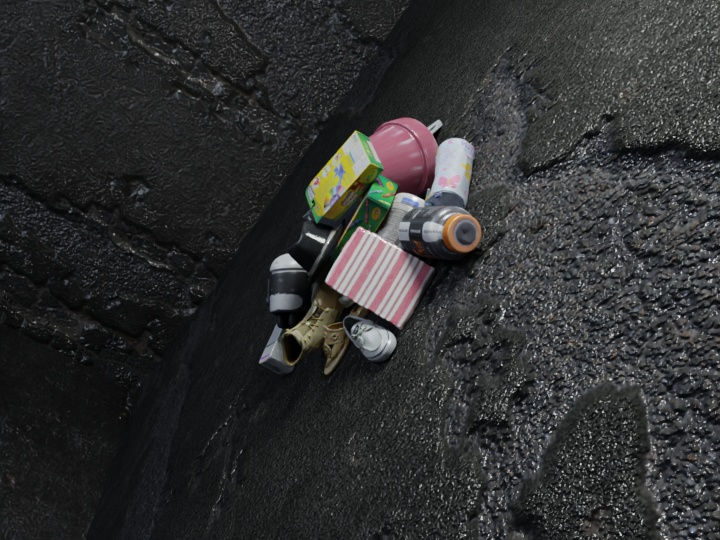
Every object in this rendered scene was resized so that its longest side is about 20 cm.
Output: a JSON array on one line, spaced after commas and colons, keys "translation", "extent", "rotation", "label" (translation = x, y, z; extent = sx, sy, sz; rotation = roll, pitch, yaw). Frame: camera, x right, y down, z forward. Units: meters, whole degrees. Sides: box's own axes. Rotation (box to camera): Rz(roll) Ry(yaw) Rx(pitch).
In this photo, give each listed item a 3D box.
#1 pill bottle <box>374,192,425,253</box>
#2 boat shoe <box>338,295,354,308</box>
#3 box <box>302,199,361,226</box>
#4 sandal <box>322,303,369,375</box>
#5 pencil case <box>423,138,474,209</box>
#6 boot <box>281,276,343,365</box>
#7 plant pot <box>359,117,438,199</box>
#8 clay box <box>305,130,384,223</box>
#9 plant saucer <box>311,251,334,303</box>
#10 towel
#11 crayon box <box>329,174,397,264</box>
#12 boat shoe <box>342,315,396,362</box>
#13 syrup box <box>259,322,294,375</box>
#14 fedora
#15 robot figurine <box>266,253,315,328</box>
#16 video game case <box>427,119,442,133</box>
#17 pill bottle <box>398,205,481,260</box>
[{"translation": [0.083, -0.059, 1.405], "extent": [0.200, 0.114, 0.114], "rotation": [-61, 19, -13], "label": "pill bottle"}, {"translation": [0.000, 0.000, 1.533], "extent": [0.200, 0.068, 0.075], "rotation": [-55, 17, -28], "label": "boat shoe"}, {"translation": [-0.033, -0.208, 1.840], "extent": [0.197, 0.117, 0.200], "rotation": [-37, 11, 39], "label": "box"}, {"translation": [-0.054, 0.138, 1.497], "extent": [0.212, 0.070, 0.078], "rotation": [-59, 19, -4], "label": "sandal"}, {"translation": [0.197, -0.202, 1.393], "extent": [0.090, 0.083, 0.200], "rotation": [-15, 41, 33], "label": "pencil case"}, {"translation": [-0.115, 0.121, 1.510], "extent": [0.155, 0.073, 0.201], "rotation": [-26, -40, -58], "label": "boot"}, {"translation": [0.063, -0.255, 1.537], "extent": [0.179, 0.201, 0.200], "rotation": [-25, -3, -37], "label": "plant pot"}, {"translation": [-0.042, -0.204, 1.440], "extent": [0.200, 0.047, 0.115], "rotation": [-45, 48, 29], "label": "clay box"}, {"translation": [-0.052, 0.019, 1.637], "extent": [0.200, 0.050, 0.200], "rotation": [-53, -17, -24], "label": "plant saucer"}, {"translation": [0.041, 0.014, 1.323], "extent": [0.147, 0.200, 0.030], "rotation": [-58, -16, -5], "label": "towel"}, {"translation": [0.007, -0.107, 1.442], "extent": [0.200, 0.058, 0.119], "rotation": [-58, 6, 34], "label": "crayon box"}, {"translation": [0.008, 0.141, 1.342], "extent": [0.074, 0.067, 0.200], "rotation": [-60, 19, -7], "label": "boat shoe"}, {"translation": [-0.201, 0.184, 1.773], "extent": [0.081, 0.079, 0.201], "rotation": [-31, 32, 53], "label": "syrup box"}, {"translation": [-0.112, -0.060, 1.497], "extent": [0.201, 0.091, 0.201], "rotation": [-60, 5, 9], "label": "fedora"}, {"translation": [-0.182, 0.055, 1.705], "extent": [0.125, 0.150, 0.201], "rotation": [120, 148, -80], "label": "robot figurine"}, {"translation": [0.120, -0.333, 1.747], "extent": [0.200, 0.024, 0.182], "rotation": [-30, 11, 33], "label": "video game case"}, {"translation": [0.159, -0.075, 1.251], "extent": [0.106, 0.106, 0.200], "rotation": [-59, 18, -6], "label": "pill bottle"}]
